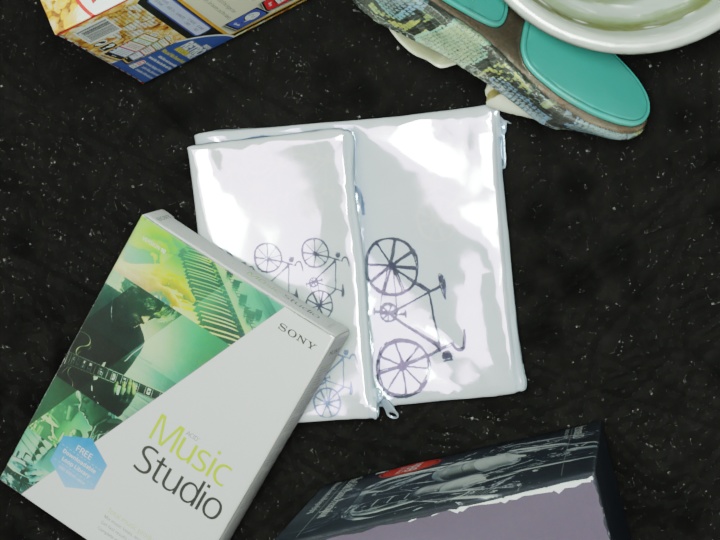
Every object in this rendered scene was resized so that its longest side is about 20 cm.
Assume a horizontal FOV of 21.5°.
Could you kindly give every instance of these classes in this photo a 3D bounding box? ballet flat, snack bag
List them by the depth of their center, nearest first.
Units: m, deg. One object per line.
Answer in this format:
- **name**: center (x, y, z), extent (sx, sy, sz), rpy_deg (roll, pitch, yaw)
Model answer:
- **ballet flat**: center (0.079, -0.133, 1.123), extent (0.200, 0.074, 0.074), rpy_deg (35, 98, -14)
- **snack bag**: center (0.000, 0.000, 1.169), extent (0.200, 0.021, 0.189), rpy_deg (-5, 93, 8)

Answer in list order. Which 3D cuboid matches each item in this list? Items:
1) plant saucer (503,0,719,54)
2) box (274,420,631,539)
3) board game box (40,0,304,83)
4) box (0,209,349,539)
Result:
- **plant saucer**: center (0.154, -0.223, 1.107), extent (0.200, 0.050, 0.200), rpy_deg (0, 88, 1)
- **box**: center (0.061, 0.166, 1.083), extent (0.182, 0.200, 0.104), rpy_deg (-13, 92, 8)
- **board game box**: center (-0.071, -0.183, 1.097), extent (0.200, 0.151, 0.046), rpy_deg (-25, 81, 8)
- **box**: center (-0.116, 0.084, 1.170), extent (0.144, 0.036, 0.200), rpy_deg (32, 102, 10)
